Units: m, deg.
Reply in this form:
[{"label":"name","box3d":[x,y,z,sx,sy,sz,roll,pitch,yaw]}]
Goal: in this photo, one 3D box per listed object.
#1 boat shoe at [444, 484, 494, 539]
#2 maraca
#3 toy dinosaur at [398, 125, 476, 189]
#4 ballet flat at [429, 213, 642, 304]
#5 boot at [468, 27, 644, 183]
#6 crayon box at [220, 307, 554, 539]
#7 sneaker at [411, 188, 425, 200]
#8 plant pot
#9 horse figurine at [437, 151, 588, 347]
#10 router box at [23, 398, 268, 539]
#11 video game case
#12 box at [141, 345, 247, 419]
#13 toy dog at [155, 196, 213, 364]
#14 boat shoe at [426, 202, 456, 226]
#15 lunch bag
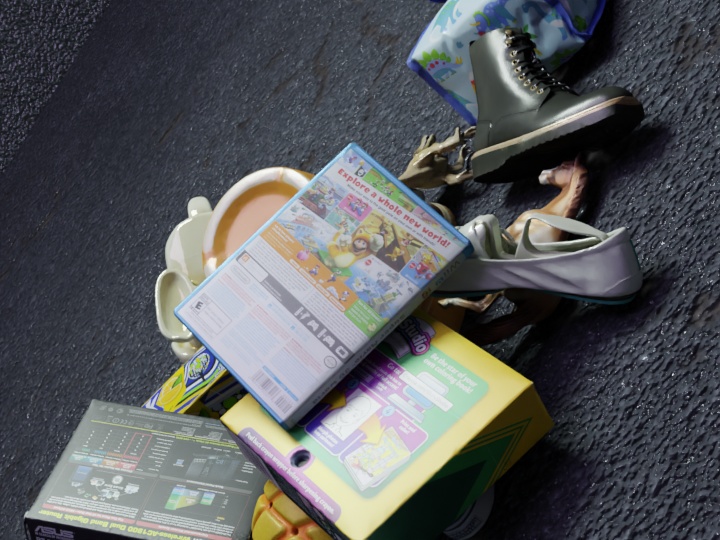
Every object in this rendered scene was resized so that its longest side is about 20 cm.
[{"label":"boat shoe","box3d":[0.058,0.125,1.185,0.072,0.068,0.200,-41,27,26]},{"label":"maraca","box3d":[-0.036,0.224,1.181,0.137,0.107,0.201,-27,43,56]},{"label":"toy dinosaur","box3d":[0.064,-0.096,1.438,0.101,0.058,0.200,-21,7,25]},{"label":"ballet flat","box3d":[0.121,-0.014,1.155,0.199,0.070,0.070,3,53,23]},{"label":"boot","box3d":[0.158,-0.166,1.307,0.200,0.077,0.139,-18,74,51]},{"label":"crayon box","box3d":[0.016,0.115,1.122,0.172,0.058,0.200,-40,40,-14]},{"label":"sneaker","box3d":[-0.019,-0.029,1.505,0.200,0.082,0.075,-34,31,32]},{"label":"plant pot","box3d":[-0.036,0.002,1.288,0.200,0.183,0.201,-12,66,28]},{"label":"horse figurine","box3d":[0.129,-0.002,1.236,0.132,0.050,0.200,-20,34,32]},{"label":"router box","box3d":[-0.168,0.197,1.288,0.199,0.062,0.150,8,39,13]},{"label":"video game case","box3d":[-0.030,0.009,1.152,0.200,0.018,0.143,-44,60,-7]},{"label":"box","box3d":[-0.175,0.157,1.423,0.200,0.070,0.064,-45,33,9]},{"label":"toy dog","box3d":[-0.147,0.042,1.539,0.139,0.200,0.194,-26,60,-12]},{"label":"boat shoe","box3d":[0.000,0.000,1.426,0.200,0.072,0.072,-38,60,23]},{"label":"lunch bag","box3d":[0.155,-0.268,1.476,0.170,0.127,0.200,-35,17,40]}]
